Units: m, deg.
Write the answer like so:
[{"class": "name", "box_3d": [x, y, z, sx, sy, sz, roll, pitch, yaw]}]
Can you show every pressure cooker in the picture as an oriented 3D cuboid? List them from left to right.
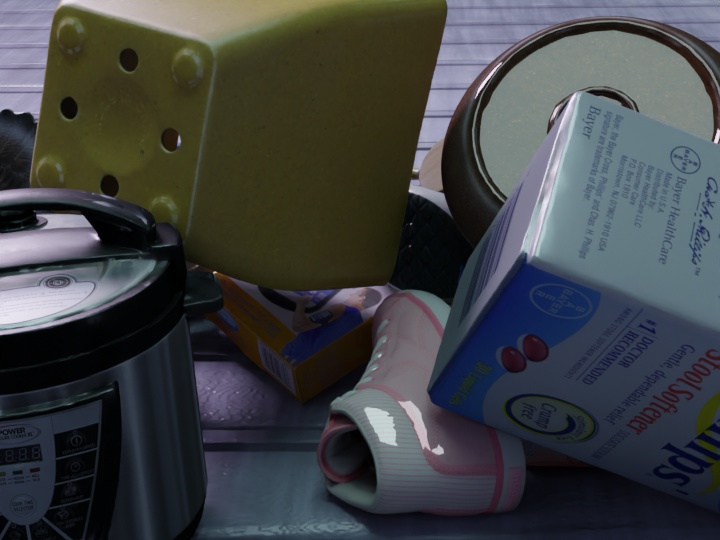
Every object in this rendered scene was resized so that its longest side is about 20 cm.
[{"class": "pressure cooker", "box_3d": [-0.175, 0.054, 0.741, 0.178, 0.201, 0.176, 12, 27, 32]}]

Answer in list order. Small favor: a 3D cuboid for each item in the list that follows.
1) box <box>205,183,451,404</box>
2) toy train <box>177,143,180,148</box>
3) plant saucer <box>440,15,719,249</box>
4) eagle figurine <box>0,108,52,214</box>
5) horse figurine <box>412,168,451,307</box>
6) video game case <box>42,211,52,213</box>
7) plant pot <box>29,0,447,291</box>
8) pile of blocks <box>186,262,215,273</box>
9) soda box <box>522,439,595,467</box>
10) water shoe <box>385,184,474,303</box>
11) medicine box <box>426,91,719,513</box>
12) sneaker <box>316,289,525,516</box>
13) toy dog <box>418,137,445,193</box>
[{"class": "box", "box_3d": [0.000, 0.000, 0.993, 0.200, 0.042, 0.119, -34, 47, -22]}, {"class": "toy train", "box_3d": [-0.103, -0.060, 1.131, 0.199, 0.085, 0.116, 2, -15, -5]}, {"class": "plant saucer", "box_3d": [0.144, -0.081, 0.857, 0.199, 0.035, 0.201, -6, 62, 11]}, {"class": "eagle figurine", "box_3d": [-0.313, -0.040, 0.983, 0.200, 0.152, 0.151, -30, -7, -33]}, {"class": "horse figurine", "box_3d": [0.079, -0.017, 1.059, 0.132, 0.050, 0.201, 8, 58, 17]}, {"class": "video game case", "box_3d": [-0.213, -0.030, 1.095, 0.199, 0.023, 0.182, 18, -3, 41]}, {"class": "plant pot", "box_3d": [-0.090, -0.093, 0.860, 0.194, 0.196, 0.200, 19, 17, 25]}, {"class": "pile of blocks", "box_3d": [-0.066, -0.054, 1.035, 0.200, 0.062, 0.082, -37, -12, -2]}, {"class": "soda box", "box_3d": [0.139, 0.051, 0.919, 0.063, 0.069, 0.200, 0, 22, 8]}, {"class": "water shoe", "box_3d": [0.086, -0.011, 0.927, 0.199, 0.072, 0.079, 18, 15, 36]}, {"class": "medicine box", "box_3d": [0.159, 0.027, 0.725, 0.199, 0.182, 0.103, 21, 61, -2]}, {"class": "sneaker", "box_3d": [0.016, 0.075, 0.842, 0.104, 0.076, 0.200, -4, 30, -16]}, {"class": "toy dog", "box_3d": [0.140, -0.081, 0.958, 0.199, 0.097, 0.132, 5, -19, 30]}]
